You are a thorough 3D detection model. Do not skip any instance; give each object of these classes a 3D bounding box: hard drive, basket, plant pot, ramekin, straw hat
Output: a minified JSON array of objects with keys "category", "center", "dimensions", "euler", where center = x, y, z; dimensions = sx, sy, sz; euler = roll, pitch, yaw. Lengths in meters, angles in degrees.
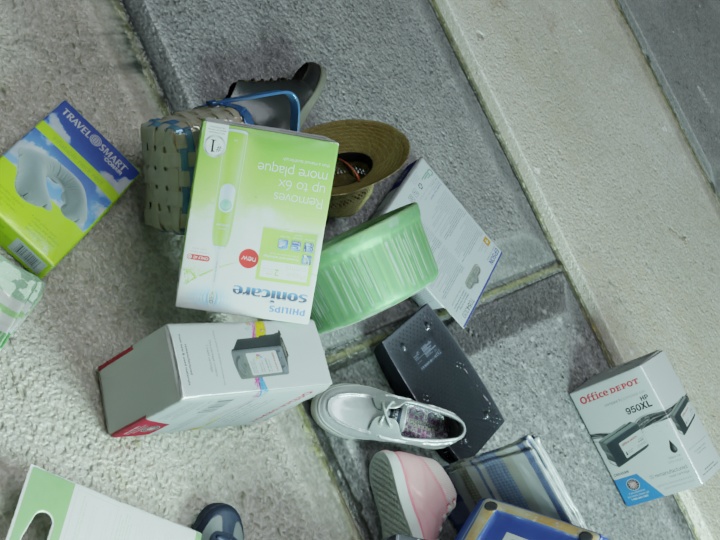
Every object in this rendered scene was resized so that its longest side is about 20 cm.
[{"category":"hard drive","center":[0.105,0.157,1.442],"dimensions":[0.200,0.042,0.135],"euler":[56,42,-3]},{"category":"basket","center":[-0.156,-0.123,1.257],"dimensions":[0.200,0.139,0.176],"euler":[-8,104,-35]},{"category":"plant pot","center":[0.180,0.389,1.218],"dimensions":[0.200,0.200,0.180],"euler":[-45,142,-48]},{"category":"ramekin","center":[0.000,0.000,1.324],"dimensions":[0.200,0.200,0.098],"euler":[-30,97,-48]},{"category":"straw hat","center":[-0.028,-0.120,1.435],"dimensions":[0.201,0.201,0.085],"euler":[-56,146,-45]}]

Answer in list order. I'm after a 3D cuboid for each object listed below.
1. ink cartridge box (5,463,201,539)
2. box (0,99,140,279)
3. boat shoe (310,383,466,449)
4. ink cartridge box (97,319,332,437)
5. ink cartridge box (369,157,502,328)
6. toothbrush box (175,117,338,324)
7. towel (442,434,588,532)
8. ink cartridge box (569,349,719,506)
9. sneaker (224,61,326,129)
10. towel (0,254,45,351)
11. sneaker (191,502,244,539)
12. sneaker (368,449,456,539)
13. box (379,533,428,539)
[{"category":"ink cartridge box","center":[-0.257,0.291,1.019],"dimensions":[0.200,0.048,0.146],"euler":[30,49,-28]},{"category":"box","center":[-0.334,-0.098,1.169],"dimensions":[0.122,0.048,0.200],"euler":[45,45,-15]},{"category":"boat shoe","center":[0.039,0.185,1.321],"dimensions":[0.200,0.069,0.072],"euler":[21,69,-20]},{"category":"ink cartridge box","center":[-0.156,0.115,1.141],"dimensions":[0.200,0.148,0.086],"euler":[0,68,-45]},{"category":"ink cartridge box","center":[0.107,-0.037,1.556],"dimensions":[0.200,0.043,0.196],"euler":[49,42,-14]},{"category":"toothbrush box","center":[-0.114,-0.055,1.147],"dimensions":[0.146,0.086,0.200],"euler":[9,100,-10]},{"category":"towel","center":[0.182,0.290,1.322],"dimensions":[0.024,0.200,0.147],"euler":[-26,86,-42]},{"category":"ink cartridge box","center":[0.437,0.243,1.632],"dimensions":[0.084,0.145,0.200],"euler":[-21,82,-47]},{"category":"sneaker","center":[-0.117,-0.243,1.437],"dimensions":[0.106,0.075,0.200],"euler":[34,42,-14]},{"category":"towel","center":[-0.413,0.044,1.030],"dimensions":[0.153,0.023,0.200],"euler":[39,46,-20]},{"category":"sneaker","center":[-0.139,0.329,1.084],"dimensions":[0.070,0.082,0.200],"euler":[25,52,-31]},{"category":"sneaker","center":[0.079,0.318,1.301],"dimensions":[0.105,0.075,0.200],"euler":[9,57,-35]},{"category":"box","center":[0.016,0.368,1.120],"dimensions":[0.115,0.200,0.132],"euler":[21,54,-35]}]
